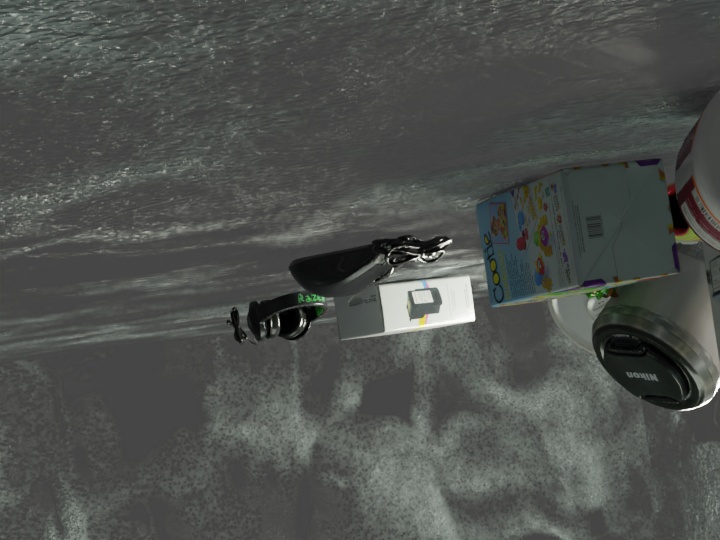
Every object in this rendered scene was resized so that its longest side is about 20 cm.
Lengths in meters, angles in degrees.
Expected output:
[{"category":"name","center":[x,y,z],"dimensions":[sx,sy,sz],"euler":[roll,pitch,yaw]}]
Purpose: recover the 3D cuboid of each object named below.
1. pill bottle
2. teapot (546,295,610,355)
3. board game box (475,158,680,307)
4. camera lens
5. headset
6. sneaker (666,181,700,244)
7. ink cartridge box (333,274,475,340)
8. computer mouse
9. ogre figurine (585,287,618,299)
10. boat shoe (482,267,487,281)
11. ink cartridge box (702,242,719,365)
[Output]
[{"category":"pill bottle","center":[0.270,-0.066,1.011],"dimensions":[0.113,0.115,0.200],"euler":[-9,176,7]},{"category":"teapot","center":[0.346,0.007,1.977],"dimensions":[0.198,0.199,0.146],"euler":[11,-138,25]},{"category":"board game box","center":[0.195,-0.031,1.401],"dimensions":[0.102,0.106,0.200],"euler":[-7,176,-18]},{"category":"camera lens","center":[0.377,0.049,1.776],"dimensions":[0.200,0.160,0.160],"euler":[-52,-163,-24]},{"category":"headset","center":[-0.143,0.069,2.506],"dimensions":[0.123,0.095,0.199],"euler":[2,154,-46]},{"category":"sneaker","center":[0.361,-0.063,1.514],"dimensions":[0.199,0.079,0.090],"euler":[-15,166,43]},{"category":"ink cartridge box","center":[0.074,0.065,2.628],"dimensions":[0.198,0.084,0.145],"euler":[-6,176,-34]},{"category":"computer mouse","center":[0.000,0.000,1.796],"dimensions":[0.199,0.053,0.138],"euler":[-12,176,37]},{"category":"ogre figurine","center":[0.247,-0.024,1.733],"dimensions":[0.119,0.099,0.200],"euler":[9,161,2]},{"category":"boat shoe","center":[0.219,-0.019,2.079],"dimensions":[0.062,0.073,0.200],"euler":[-51,180,-15]},{"category":"ink cartridge box","center":[0.454,-0.003,1.637],"dimensions":[0.145,0.202,0.086],"euler":[-7,176,-15]}]
